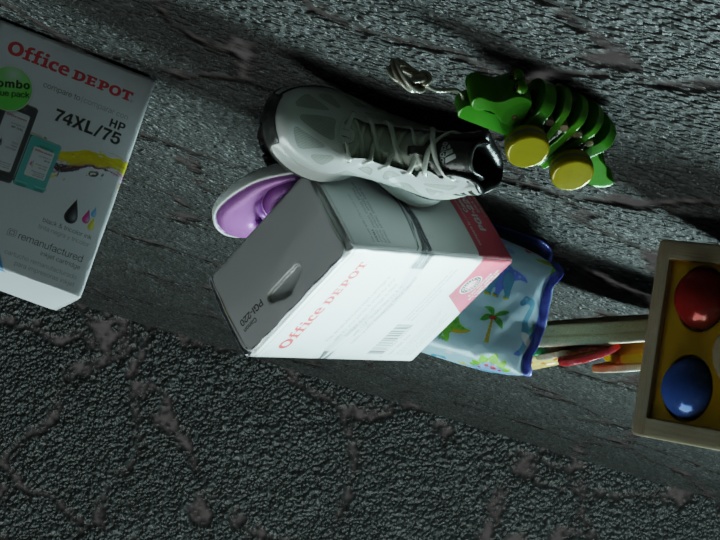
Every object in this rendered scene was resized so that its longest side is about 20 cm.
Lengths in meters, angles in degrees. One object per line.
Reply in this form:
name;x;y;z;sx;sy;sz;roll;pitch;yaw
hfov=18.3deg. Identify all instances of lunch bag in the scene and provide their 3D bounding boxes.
lunch bag;0.086;0.013;2.025;0.169;0.128;0.200;18;-177;-1

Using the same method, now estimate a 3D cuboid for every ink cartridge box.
ink cartridge box;-0.287;-0.088;1.929;0.146;0.201;0.146;20;170;-14
ink cartridge box;0.000;0.000;1.802;0.199;0.146;0.085;2;-130;-48

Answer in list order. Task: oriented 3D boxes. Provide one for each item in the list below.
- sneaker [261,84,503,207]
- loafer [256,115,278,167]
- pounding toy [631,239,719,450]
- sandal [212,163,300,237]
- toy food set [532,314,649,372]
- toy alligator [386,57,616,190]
sneaker;0.029;-0.101;1.688;0.200;0.076;0.115;15;166;-39
loafer;-0.033;-0.076;1.932;0.072;0.063;0.200;12;169;28
pounding toy;0.310;0.050;1.707;0.142;0.185;0.200;10;178;-38
sandal;-0.039;-0.057;1.870;0.202;0.050;0.082;-17;143;26
toy food set;0.236;0.070;2.119;0.199;0.049;0.198;-3;180;-2
toy alligator;0.109;-0.109;1.492;0.199;0.060;0.054;25;127;-32
